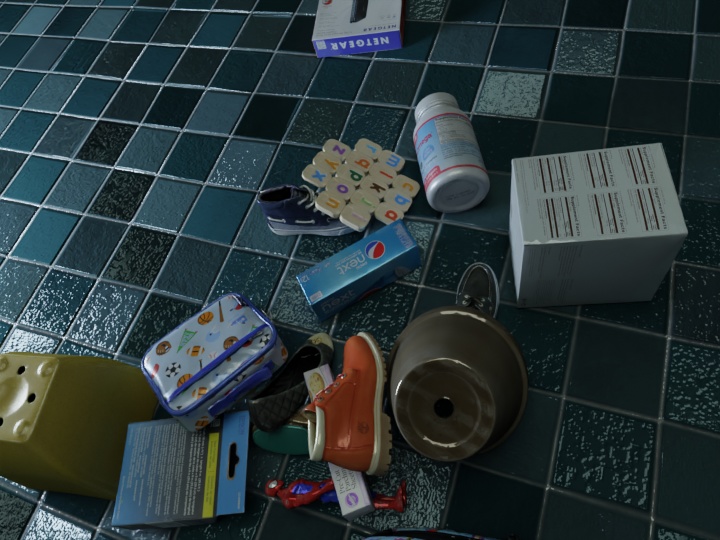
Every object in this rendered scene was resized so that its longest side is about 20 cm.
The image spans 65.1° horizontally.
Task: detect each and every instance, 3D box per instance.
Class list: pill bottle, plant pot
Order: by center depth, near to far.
[{"bbox_3d":[0.114,0.152,0.712,0.196,0.173,0.204,0,91,15],"label":"plant pot"},{"bbox_3d":[-0.456,0.216,0.845,0.192,0.201,0.197,1,61,15],"label":"plant pot"},{"bbox_3d":[0.152,-0.210,0.989,0.107,0.109,0.203,-13,58,6],"label":"pill bottle"}]

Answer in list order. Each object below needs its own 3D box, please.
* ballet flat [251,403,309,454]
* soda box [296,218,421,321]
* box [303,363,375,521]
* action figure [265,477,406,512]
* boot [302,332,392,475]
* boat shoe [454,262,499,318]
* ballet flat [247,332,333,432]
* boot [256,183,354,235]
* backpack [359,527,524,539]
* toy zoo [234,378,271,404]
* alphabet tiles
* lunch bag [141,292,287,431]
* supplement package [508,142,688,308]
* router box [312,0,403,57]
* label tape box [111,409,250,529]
[{"bbox_3d":[-0.060,0.231,0.829,0.196,0.072,0.066,1,34,11],"label":"ballet flat"},{"bbox_3d":[0.000,0.000,0.931,0.198,0.068,0.065,-29,59,-3],"label":"soda box"},{"bbox_3d":[-0.031,0.224,0.756,0.041,0.039,0.202,-19,56,-1],"label":"box"},{"bbox_3d":[-0.037,0.302,0.774,0.196,0.065,0.053,-5,84,10],"label":"action figure"},{"bbox_3d":[-0.021,0.160,0.734,0.105,0.076,0.202,8,44,-12],"label":"boot"},{"bbox_3d":[0.171,0.071,0.855,0.067,0.057,0.203,6,63,17],"label":"boat shoe"},{"bbox_3d":[-0.096,0.155,0.841,0.065,0.058,0.200,4,33,27],"label":"ballet flat"},{"bbox_3d":[-0.082,-0.112,1.001,0.196,0.091,0.074,-7,59,10],"label":"boot"},{"bbox_3d":[0.082,0.372,0.643,0.197,0.182,0.137,-3,76,28],"label":"backpack"},{"bbox_3d":[-0.205,0.138,0.892,0.131,0.021,0.199,-38,44,-18],"label":"toy zoo"},{"bbox_3d":[0.002,-0.157,1.008,0.193,0.015,0.201,27,54,6],"label":"alphabet tiles"},{"bbox_3d":[-0.210,0.129,0.834,0.199,0.076,0.160,-38,47,-17],"label":"lunch bag"},{"bbox_3d":[0.321,-0.056,0.811,0.196,0.192,0.149,-4,61,11],"label":"supplement package"},{"bbox_3d":[0.001,-0.567,1.261,0.196,0.049,0.182,-2,61,13],"label":"router box"},{"bbox_3d":[-0.249,0.294,0.829,0.196,0.064,0.146,-8,58,8],"label":"label tape box"}]
